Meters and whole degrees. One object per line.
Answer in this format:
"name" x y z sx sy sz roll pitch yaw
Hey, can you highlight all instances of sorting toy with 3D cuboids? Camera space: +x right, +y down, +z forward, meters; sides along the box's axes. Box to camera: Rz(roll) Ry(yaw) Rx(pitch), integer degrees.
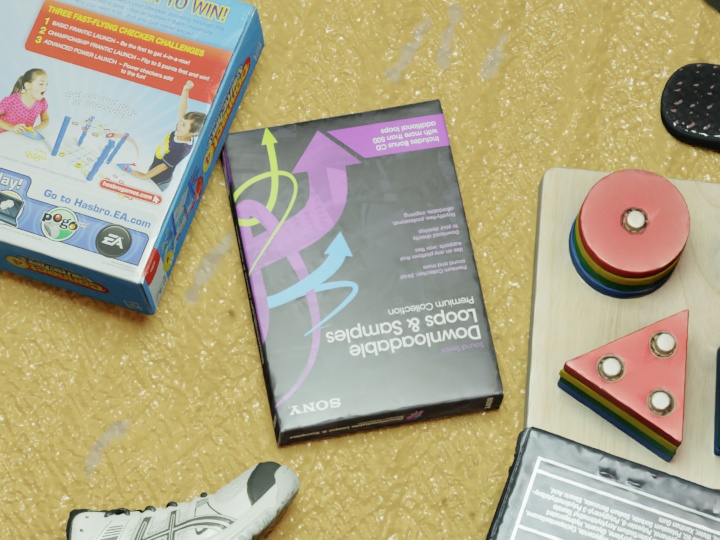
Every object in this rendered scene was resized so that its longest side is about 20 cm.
"sorting toy" 0.206 0.032 1.730 0.198 0.070 0.201 5 71 -2

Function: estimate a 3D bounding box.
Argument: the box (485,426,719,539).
"box" 0.152 0.226 1.629 0.200 0.123 0.199 19 69 5

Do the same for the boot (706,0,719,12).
"boot" 0.287 -0.196 1.825 0.200 0.074 0.076 27 52 1

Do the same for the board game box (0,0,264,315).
"board game box" -0.186 -0.095 1.737 0.200 0.056 0.196 17 70 12

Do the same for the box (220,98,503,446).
"box" 0.000 0.000 1.744 0.143 0.036 0.200 -10 73 -7

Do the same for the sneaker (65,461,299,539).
"sneaker" -0.129 0.163 1.657 0.200 0.076 0.088 -37 77 -15

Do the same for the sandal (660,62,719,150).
"sandal" 0.291 -0.088 1.797 0.200 0.045 0.075 13 64 16
